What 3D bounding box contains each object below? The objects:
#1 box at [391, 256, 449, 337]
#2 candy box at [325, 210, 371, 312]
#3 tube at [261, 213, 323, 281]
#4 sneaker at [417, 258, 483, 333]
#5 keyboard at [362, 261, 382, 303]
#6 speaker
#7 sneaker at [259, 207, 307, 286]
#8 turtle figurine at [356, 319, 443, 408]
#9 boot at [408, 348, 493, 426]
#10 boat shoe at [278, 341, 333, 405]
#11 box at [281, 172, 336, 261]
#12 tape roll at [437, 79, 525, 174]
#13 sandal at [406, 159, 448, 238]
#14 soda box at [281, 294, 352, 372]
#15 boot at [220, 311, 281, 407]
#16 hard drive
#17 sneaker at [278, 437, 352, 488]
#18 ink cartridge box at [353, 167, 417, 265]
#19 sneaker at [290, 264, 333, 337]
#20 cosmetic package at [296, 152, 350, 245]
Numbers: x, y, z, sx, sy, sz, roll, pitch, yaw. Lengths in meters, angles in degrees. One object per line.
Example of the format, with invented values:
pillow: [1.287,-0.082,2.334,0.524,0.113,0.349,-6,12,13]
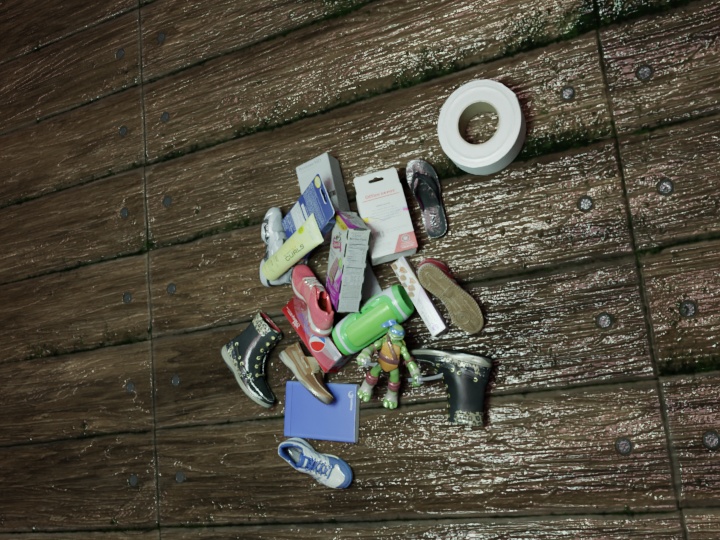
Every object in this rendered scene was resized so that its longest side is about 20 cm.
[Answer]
box: [0.139,0.061,1.585,0.038,0.041,0.203,-35,69,16]
candy box: [-0.033,-0.022,1.588,0.059,0.137,0.206,3,109,-18]
tube: [-0.164,-0.049,1.632,0.058,0.052,0.199,44,122,-12]
sneaker: [0.206,0.051,1.550,0.071,0.113,0.200,-41,99,10]
keyboard: [0.000,0.000,1.674,0.055,0.011,0.204,-29,72,13]
speaker: [0.029,0.118,1.602,0.198,0.088,0.090,-34,71,16]
sneaker: [-0.194,-0.058,1.735,0.112,0.075,0.207,5,90,24]
turtle figurine: [0.059,0.233,1.504,0.202,0.140,0.198,58,143,44]
boot: [0.195,0.257,1.516,0.198,0.073,0.159,5,88,26]
boat shoe: [-0.123,0.243,1.646,0.072,0.076,0.199,-43,55,-7]
box: [-0.120,-0.128,1.637,0.200,0.032,0.124,-46,57,43]
tape roll: [0.280,-0.330,1.558,0.197,0.070,0.209,-4,81,24]
sandal: [0.159,-0.177,1.604,0.074,0.048,0.206,-24,74,19]
soda box: [-0.108,0.154,1.667,0.063,0.070,0.201,-43,68,14]
boot: [-0.251,0.225,1.714,0.154,0.073,0.204,-45,69,9]
hard drive: [-0.096,0.345,1.659,0.194,0.025,0.137,-1,82,24]
sneaker: [-0.113,0.468,1.617,0.195,0.088,0.077,19,88,24]
ink cartridge box: [0.057,-0.130,1.615,0.113,0.068,0.206,-13,77,-2]
sneaker: [-0.106,0.055,1.628,0.203,0.072,0.088,64,145,28]
cosmetic package: [-0.089,-0.179,1.701,0.099,0.074,0.206,-21,75,22]
